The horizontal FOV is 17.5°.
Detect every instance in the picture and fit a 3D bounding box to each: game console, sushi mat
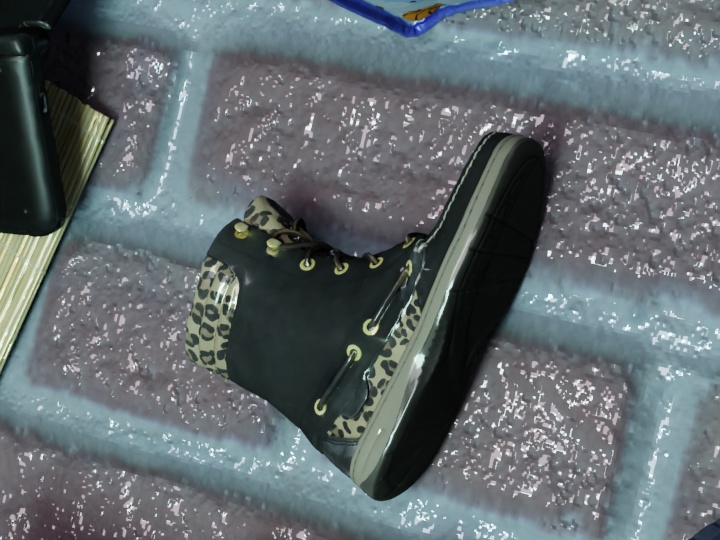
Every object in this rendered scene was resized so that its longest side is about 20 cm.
[{"bbox_3d":[-0.231,-0.126,1.383,0.199,0.116,0.177,6,114,36],"label":"game console"},{"bbox_3d":[-0.219,-0.018,1.376,0.095,0.012,0.201,28,96,31],"label":"sushi mat"}]

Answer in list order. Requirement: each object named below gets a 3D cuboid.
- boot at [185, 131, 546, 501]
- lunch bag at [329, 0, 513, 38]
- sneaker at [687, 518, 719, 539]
[{"bbox_3d":[0.000,0.000,1.220,0.150,0.073,0.201,28,102,29],"label":"boot"},{"bbox_3d":[0.003,-0.225,1.174,0.123,0.200,0.171,-18,75,26],"label":"lunch bag"},{"bbox_3d":[0.167,0.191,1.102,0.200,0.082,0.074,-47,35,-4],"label":"sneaker"}]
